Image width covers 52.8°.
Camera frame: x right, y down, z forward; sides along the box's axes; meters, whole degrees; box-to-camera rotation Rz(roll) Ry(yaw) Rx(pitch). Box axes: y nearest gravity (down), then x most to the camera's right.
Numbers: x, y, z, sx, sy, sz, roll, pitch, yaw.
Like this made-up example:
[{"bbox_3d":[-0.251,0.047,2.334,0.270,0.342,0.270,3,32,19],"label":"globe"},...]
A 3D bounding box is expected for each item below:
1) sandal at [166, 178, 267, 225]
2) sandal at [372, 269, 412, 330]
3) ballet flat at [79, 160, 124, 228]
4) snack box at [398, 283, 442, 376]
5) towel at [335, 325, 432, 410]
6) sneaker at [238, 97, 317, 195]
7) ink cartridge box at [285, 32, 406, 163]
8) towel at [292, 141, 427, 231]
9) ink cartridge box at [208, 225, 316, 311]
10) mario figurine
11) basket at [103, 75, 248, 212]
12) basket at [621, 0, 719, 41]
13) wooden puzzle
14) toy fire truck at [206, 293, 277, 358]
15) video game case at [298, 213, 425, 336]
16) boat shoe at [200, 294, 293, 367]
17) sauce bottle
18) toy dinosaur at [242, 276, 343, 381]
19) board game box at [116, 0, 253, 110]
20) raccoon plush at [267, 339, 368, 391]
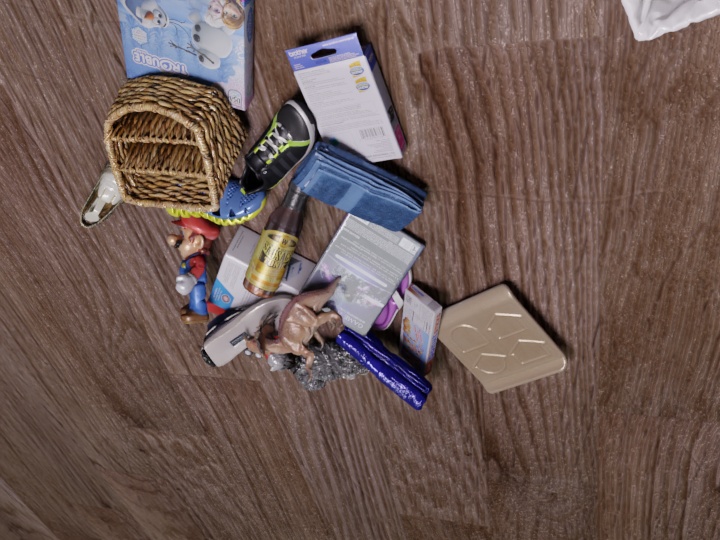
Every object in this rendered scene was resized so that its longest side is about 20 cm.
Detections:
[{"bbox_3d":[-0.252,-0.133,1.225,0.194,0.080,0.089,5,131,15],"label":"sandal"},{"bbox_3d":[0.046,0.044,1.297,0.080,0.050,0.206,13,135,6],"label":"sandal"},{"bbox_3d":[-0.454,-0.133,1.302,0.067,0.076,0.199,38,134,-17],"label":"ballet flat"},{"bbox_3d":[0.107,0.113,1.328,0.071,0.024,0.203,38,148,27],"label":"snack box"},{"bbox_3d":[0.051,0.167,1.337,0.199,0.148,0.050,40,98,7],"label":"towel"},{"bbox_3d":[-0.132,-0.175,1.110,0.072,0.083,0.200,46,140,5],"label":"sneaker"},{"bbox_3d":[-0.018,-0.246,1.047,0.116,0.043,0.202,-4,133,26],"label":"ink cartridge box"},{"bbox_3d":[-0.003,-0.122,1.120,0.196,0.050,0.111,22,151,-19],"label":"towel"},{"bbox_3d":[-0.166,0.032,1.343,0.196,0.087,0.147,26,136,-7],"label":"ink cartridge box"},{"bbox_3d":[-0.316,-0.012,1.306,0.121,0.105,0.207,6,97,39],"label":"mario figurine"},{"bbox_3d":[-0.293,-0.191,1.091,0.195,0.152,0.143,9,156,24],"label":"basket"},{"bbox_3d":[0.331,-0.375,0.696,0.194,0.163,0.201,-15,127,32],"label":"basket"},{"bbox_3d":[0.246,0.120,1.301,0.183,0.047,0.201,-27,114,38],"label":"wooden puzzle"},{"bbox_3d":[-0.208,0.113,1.465,0.194,0.049,0.143,12,135,10],"label":"toy fire truck"},{"bbox_3d":[0.000,0.000,1.238,0.141,0.019,0.202,30,112,-10],"label":"video game case"},{"bbox_3d":[-0.200,0.087,1.305,0.196,0.093,0.076,-28,119,6],"label":"boat shoe"},{"bbox_3d":[-0.136,-0.054,1.210,0.065,0.066,0.204,22,108,-2],"label":"sauce bottle"},{"bbox_3d":[-0.110,0.088,1.222,0.133,0.086,0.203,30,103,-9],"label":"toy dinosaur"},{"bbox_3d":[-0.248,-0.347,1.036,0.195,0.044,0.202,16,138,6],"label":"board game box"},{"bbox_3d":[-0.068,0.181,1.396,0.131,0.198,0.100,-15,86,29],"label":"raccoon plush"}]
